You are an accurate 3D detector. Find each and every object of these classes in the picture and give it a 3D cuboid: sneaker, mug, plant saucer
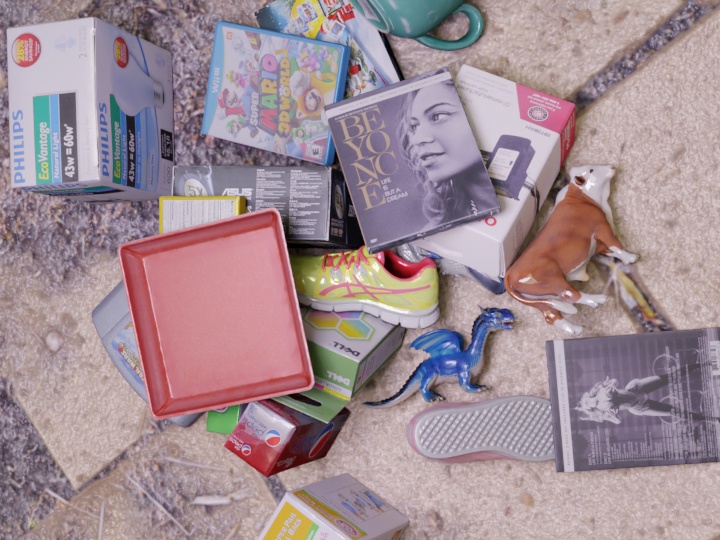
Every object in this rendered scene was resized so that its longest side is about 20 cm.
[{"bbox_3d":[0.000,0.000,1.566,0.198,0.078,0.091,10,122,2],"label":"sneaker"},{"bbox_3d":[0.091,-0.024,1.598,0.200,0.077,0.086,38,109,24],"label":"sneaker"},{"bbox_3d":[0.054,-0.334,1.566,0.114,0.152,0.185,-43,78,-6],"label":"mug"},{"bbox_3d":[0.146,0.185,1.569,0.198,0.105,0.076,-1,84,-11],"label":"sneaker"},{"bbox_3d":[-0.156,0.048,1.497,0.198,0.037,0.202,-12,89,16],"label":"plant saucer"}]

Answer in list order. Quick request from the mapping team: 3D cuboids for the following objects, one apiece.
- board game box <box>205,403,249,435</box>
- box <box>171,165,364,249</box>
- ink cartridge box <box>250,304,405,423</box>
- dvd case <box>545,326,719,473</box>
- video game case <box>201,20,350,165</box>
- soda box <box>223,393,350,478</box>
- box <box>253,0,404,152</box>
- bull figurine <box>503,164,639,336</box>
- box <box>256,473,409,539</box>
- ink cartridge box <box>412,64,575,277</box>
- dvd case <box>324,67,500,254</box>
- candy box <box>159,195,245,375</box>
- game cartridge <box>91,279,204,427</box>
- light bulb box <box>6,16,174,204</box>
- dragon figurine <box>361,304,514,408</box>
[{"bbox_3d":[-0.124,0.090,1.614,0.040,0.153,0.202,6,88,19],"label":"board game box"},{"bbox_3d":[-0.102,-0.074,1.609,0.198,0.164,0.087,2,88,19],"label":"box"},{"bbox_3d":[-0.031,0.087,1.558,0.103,0.200,0.060,23,122,17],"label":"ink cartridge box"},{"bbox_3d":[0.312,0.146,1.519,0.198,0.016,0.150,-5,86,6],"label":"dvd case"},{"bbox_3d":[-0.107,-0.219,1.658,0.199,0.018,0.144,17,104,32],"label":"video game case"},{"bbox_3d":[-0.081,0.183,1.569,0.063,0.200,0.070,33,98,16],"label":"soda box"},{"bbox_3d":[-0.031,-0.258,1.660,0.136,0.038,0.201,-26,80,16],"label":"box"},{"bbox_3d":[0.245,-0.027,1.519,0.121,0.065,0.200,37,72,8],"label":"bull figurine"},{"bbox_3d":[-0.038,0.315,1.548,0.101,0.200,0.113,34,98,17],"label":"box"},{"bbox_3d":[0.138,-0.114,1.531,0.144,0.085,0.201,22,66,18],"label":"ink cartridge box"},{"bbox_3d":[0.054,-0.124,1.481,0.148,0.016,0.201,-18,58,1],"label":"dvd case"},{"bbox_3d":[-0.179,0.016,1.536,0.101,0.026,0.202,1,92,17],"label":"candy box"},{"bbox_3d":[-0.249,0.093,1.718,0.133,0.042,0.200,-43,75,7],"label":"game cartridge"},{"bbox_3d":[-0.328,-0.191,1.671,0.124,0.200,0.200,-4,86,18],"label":"light bulb box"},{"bbox_3d":[0.094,0.102,1.589,0.198,0.059,0.100,-15,83,17],"label":"dragon figurine"}]
